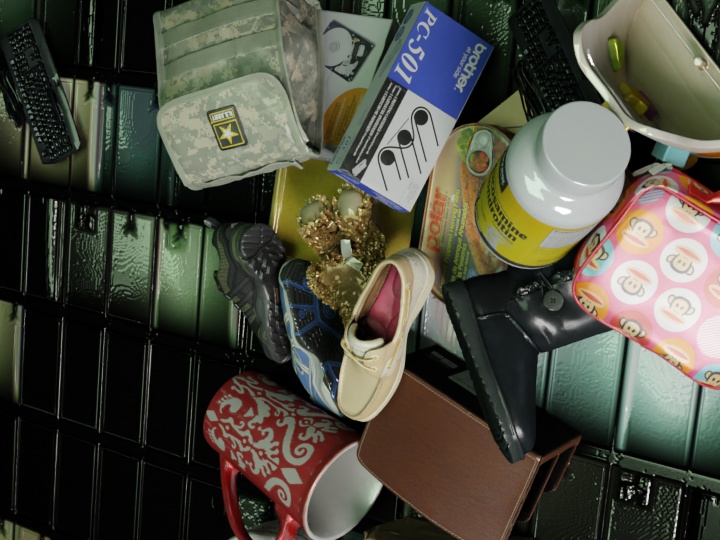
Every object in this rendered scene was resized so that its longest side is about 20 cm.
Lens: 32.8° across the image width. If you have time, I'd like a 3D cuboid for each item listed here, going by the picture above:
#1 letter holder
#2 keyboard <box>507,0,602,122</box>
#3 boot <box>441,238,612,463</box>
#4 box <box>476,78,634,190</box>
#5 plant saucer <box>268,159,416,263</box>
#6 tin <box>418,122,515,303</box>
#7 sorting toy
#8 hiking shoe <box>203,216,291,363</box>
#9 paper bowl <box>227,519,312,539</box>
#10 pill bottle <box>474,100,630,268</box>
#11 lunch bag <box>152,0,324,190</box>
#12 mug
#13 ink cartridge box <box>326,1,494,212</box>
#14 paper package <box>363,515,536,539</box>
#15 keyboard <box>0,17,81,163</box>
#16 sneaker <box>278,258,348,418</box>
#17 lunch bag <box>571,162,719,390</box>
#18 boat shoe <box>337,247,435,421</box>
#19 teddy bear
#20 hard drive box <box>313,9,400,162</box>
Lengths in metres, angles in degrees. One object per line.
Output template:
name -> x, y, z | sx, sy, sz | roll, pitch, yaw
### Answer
letter holder -> 0.112, 0.197, 1.337 | 0.200, 0.100, 0.143 | 31, 114, 27
keyboard -> 0.191, -0.173, 1.225 | 0.201, 0.039, 0.104 | 69, 155, 12
boot -> 0.190, 0.076, 1.235 | 0.167, 0.076, 0.201 | -17, 75, -4
box -> 0.177, -0.101, 1.305 | 0.200, 0.021, 0.164 | -36, 75, 32
plant saucer -> -0.034, -0.069, 1.434 | 0.199, 0.048, 0.201 | 16, 104, 31
tin -> 0.123, -0.058, 1.311 | 0.112, 0.042, 0.201 | 16, 105, 28
sorting toy -> 0.267, -0.171, 1.142 | 0.107, 0.180, 0.200 | -42, 72, 29
hiking shoe -> -0.124, 0.020, 1.467 | 0.100, 0.076, 0.201 | 20, 136, 41
paper bowl -> -0.087, 0.404, 1.489 | 0.200, 0.104, 0.202 | 4, 97, 34
pill bottle -> 0.181, -0.081, 1.148 | 0.112, 0.112, 0.200 | 62, 164, 12
lunch bag -> -0.128, -0.195, 1.312 | 0.163, 0.117, 0.201 | -12, 74, 25
mug -> -0.099, 0.221, 1.436 | 0.200, 0.177, 0.134 | 31, 141, 36
ink cartridge box -> 0.053, -0.172, 1.293 | 0.201, 0.094, 0.044 | -63, 20, -5
paper package -> 0.105, 0.392, 1.362 | 0.190, 0.103, 0.201 | 2, 96, 34
keyboard -> -0.460, -0.241, 1.693 | 0.104, 0.040, 0.201 | -26, 80, 30
sneaker -> -0.059, 0.083, 1.434 | 0.077, 0.076, 0.201 | -2, 110, 50
lunch bag -> 0.317, -0.002, 1.151 | 0.200, 0.082, 0.176 | 33, 117, -2
boat shoe -> 0.012, 0.069, 1.286 | 0.074, 0.069, 0.201 | 27, 106, 28
teddy bear -> 0.000, 0.000, 1.357 | 0.145, 0.067, 0.200 | -36, 87, 27
hard drive box -> -0.053, -0.211, 1.387 | 0.199, 0.077, 0.157 | 14, 83, 32
